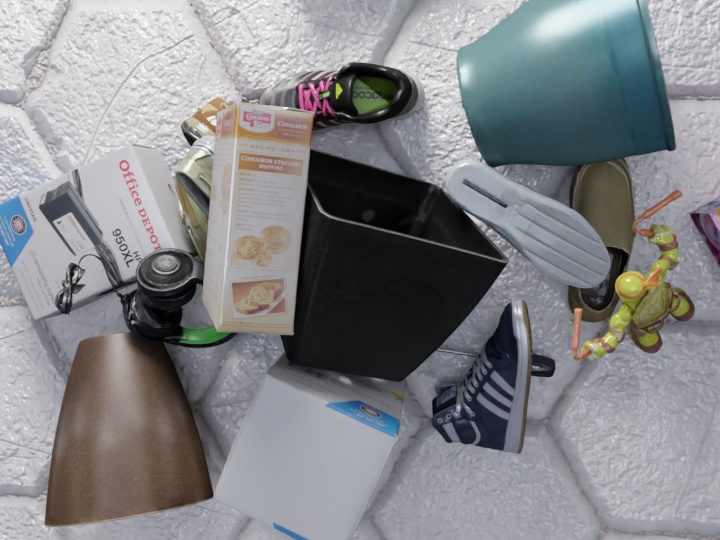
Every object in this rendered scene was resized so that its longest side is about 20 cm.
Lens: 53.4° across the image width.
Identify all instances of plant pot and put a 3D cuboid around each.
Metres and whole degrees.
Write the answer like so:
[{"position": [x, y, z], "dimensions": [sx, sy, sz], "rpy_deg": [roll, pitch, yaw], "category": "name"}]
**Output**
[{"position": [0.206, -0.198, 0.746], "dimensions": [0.187, 0.200, 0.201], "rpy_deg": [-13, 93, 23], "category": "plant pot"}, {"position": [-0.277, 0.179, 0.844], "dimensions": [0.186, 0.187, 0.201], "rpy_deg": [-10, 79, 7], "category": "plant pot"}, {"position": [0.000, 0.000, 0.761], "dimensions": [0.199, 0.200, 0.178], "rpy_deg": [13, 115, -23], "category": "plant pot"}]

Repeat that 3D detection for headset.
[{"position": [-0.228, 0.039, 0.796], "dimensions": [0.199, 0.094, 0.124], "rpy_deg": [21, 132, -18], "category": "headset"}]

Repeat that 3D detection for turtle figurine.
[{"position": [0.309, 0.026, 0.760], "dimensions": [0.064, 0.161, 0.201], "rpy_deg": [30, 92, 41], "category": "turtle figurine"}]

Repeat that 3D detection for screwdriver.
[{"position": [0.132, 0.097, 0.848], "dimensions": [0.199, 0.028, 0.029], "rpy_deg": [13, 125, 2], "category": "screwdriver"}]

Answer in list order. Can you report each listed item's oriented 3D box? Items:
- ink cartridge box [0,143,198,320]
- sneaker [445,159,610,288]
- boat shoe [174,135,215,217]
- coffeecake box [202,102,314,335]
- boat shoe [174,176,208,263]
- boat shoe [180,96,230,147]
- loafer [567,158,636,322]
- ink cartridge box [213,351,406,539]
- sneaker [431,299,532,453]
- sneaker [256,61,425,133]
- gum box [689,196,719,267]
[{"position": [-0.316, -0.046, 0.863], "dimensions": [0.199, 0.084, 0.145], "rpy_deg": [-23, 92, 7], "category": "ink cartridge box"}, {"position": [0.182, -0.057, 0.774], "dimensions": [0.200, 0.071, 0.073], "rpy_deg": [37, 107, 1], "category": "sneaker"}, {"position": [-0.140, -0.057, 0.815], "dimensions": [0.062, 0.072, 0.200], "rpy_deg": [-51, 123, -28], "category": "boat shoe"}, {"position": [-0.105, -0.053, 0.697], "dimensions": [0.073, 0.153, 0.201], "rpy_deg": [4, 98, -18], "category": "coffeecake box"}, {"position": [-0.177, -0.030, 0.858], "dimensions": [0.063, 0.073, 0.201], "rpy_deg": [-22, 101, 20], "category": "boat shoe"}, {"position": [-0.115, -0.129, 0.841], "dimensions": [0.200, 0.076, 0.074], "rpy_deg": [39, 78, -4], "category": "boat shoe"}, {"position": [0.274, -0.038, 0.804], "dimensions": [0.076, 0.067, 0.201], "rpy_deg": [0, 94, 7], "category": "loafer"}, {"position": [-0.044, 0.181, 0.791], "dimensions": [0.147, 0.200, 0.145], "rpy_deg": [24, 99, 4], "category": "ink cartridge box"}, {"position": [0.134, 0.123, 0.809], "dimensions": [0.108, 0.070, 0.201], "rpy_deg": [3, 119, 9], "category": "sneaker"}, {"position": [-0.027, -0.199, 0.816], "dimensions": [0.199, 0.087, 0.074], "rpy_deg": [-3, 94, 7], "category": "sneaker"}, {"position": [0.471, -0.006, 0.783], "dimensions": [0.113, 0.066, 0.201], "rpy_deg": [-31, 91, 7], "category": "gum box"}]
